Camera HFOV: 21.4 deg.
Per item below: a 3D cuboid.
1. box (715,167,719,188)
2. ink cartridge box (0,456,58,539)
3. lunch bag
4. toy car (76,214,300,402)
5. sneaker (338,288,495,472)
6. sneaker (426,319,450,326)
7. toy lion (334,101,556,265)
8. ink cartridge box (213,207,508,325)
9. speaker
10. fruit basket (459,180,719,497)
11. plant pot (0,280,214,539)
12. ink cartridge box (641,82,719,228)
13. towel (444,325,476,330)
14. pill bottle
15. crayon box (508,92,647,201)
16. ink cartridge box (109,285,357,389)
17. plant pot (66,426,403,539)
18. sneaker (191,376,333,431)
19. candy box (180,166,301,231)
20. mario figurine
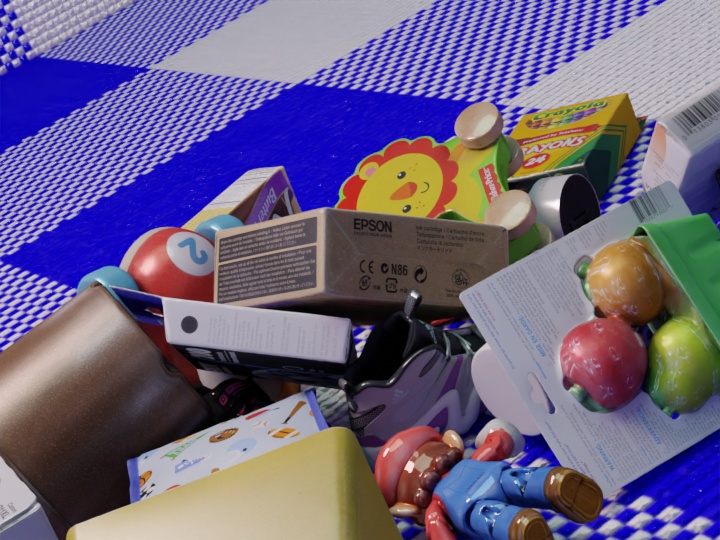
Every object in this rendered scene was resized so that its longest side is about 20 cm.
[{"bbox_3d":[0.401,-0.051,1.519,0.122,0.107,0.200,-33,23,-19],"label":"box"},{"bbox_3d":[-0.241,0.245,1.352,0.082,0.201,0.146,-29,22,-17],"label":"ink cartridge box"},{"bbox_3d":[-0.080,0.191,1.429,0.169,0.125,0.200,-24,14,-4],"label":"lunch bag"},{"bbox_3d":[-0.124,0.058,1.748,0.199,0.179,0.184,13,28,38],"label":"toy car"},{"bbox_3d":[0.068,0.063,1.536,0.199,0.141,0.078,-36,40,-22],"label":"sneaker"},{"bbox_3d":[0.039,0.019,1.779,0.199,0.077,0.085,-10,30,33],"label":"sneaker"},{"bbox_3d":[0.066,-0.054,1.755,0.191,0.069,0.201,-28,43,12],"label":"toy lion"},{"bbox_3d":[0.000,0.000,1.594,0.199,0.076,0.164,5,-8,-38],"label":"ink cartridge box"},{"bbox_3d":[0.129,-0.042,1.819,0.199,0.082,0.081,-6,27,37],"label":"speaker"},{"bbox_3d":[0.201,0.053,1.421,0.199,0.186,0.094,-29,-14,-12],"label":"fruit basket"},{"bbox_3d":[-0.239,0.129,1.569,0.198,0.201,0.200,-41,24,-7],"label":"plant pot"},{"bbox_3d":[0.307,-0.095,1.630,0.162,0.050,0.200,-32,-21,-21],"label":"ink cartridge box"},{"bbox_3d":[0.085,0.069,1.687,0.198,0.018,0.086,-10,26,31],"label":"towel"},{"bbox_3d":[0.181,0.043,1.520,0.200,0.111,0.110,-38,25,-32],"label":"pill bottle"},{"bbox_3d":[0.210,-0.123,1.967,0.126,0.051,0.200,-11,24,30],"label":"crayon box"},{"bbox_3d":[-0.103,0.059,1.588,0.198,0.044,0.198,9,-9,3],"label":"ink cartridge box"},{"bbox_3d":[-0.055,0.254,1.179,0.198,0.201,0.177,-21,33,6],"label":"plant pot"},{"bbox_3d":[-0.096,0.136,1.622,0.199,0.084,0.077,2,33,48],"label":"sneaker"},{"bbox_3d":[-0.130,-0.008,1.956,0.056,0.117,0.200,-4,28,40],"label":"candy box"},{"bbox_3d":[0.092,0.172,1.373,0.123,0.107,0.199,-10,12,-33],"label":"mario figurine"}]
